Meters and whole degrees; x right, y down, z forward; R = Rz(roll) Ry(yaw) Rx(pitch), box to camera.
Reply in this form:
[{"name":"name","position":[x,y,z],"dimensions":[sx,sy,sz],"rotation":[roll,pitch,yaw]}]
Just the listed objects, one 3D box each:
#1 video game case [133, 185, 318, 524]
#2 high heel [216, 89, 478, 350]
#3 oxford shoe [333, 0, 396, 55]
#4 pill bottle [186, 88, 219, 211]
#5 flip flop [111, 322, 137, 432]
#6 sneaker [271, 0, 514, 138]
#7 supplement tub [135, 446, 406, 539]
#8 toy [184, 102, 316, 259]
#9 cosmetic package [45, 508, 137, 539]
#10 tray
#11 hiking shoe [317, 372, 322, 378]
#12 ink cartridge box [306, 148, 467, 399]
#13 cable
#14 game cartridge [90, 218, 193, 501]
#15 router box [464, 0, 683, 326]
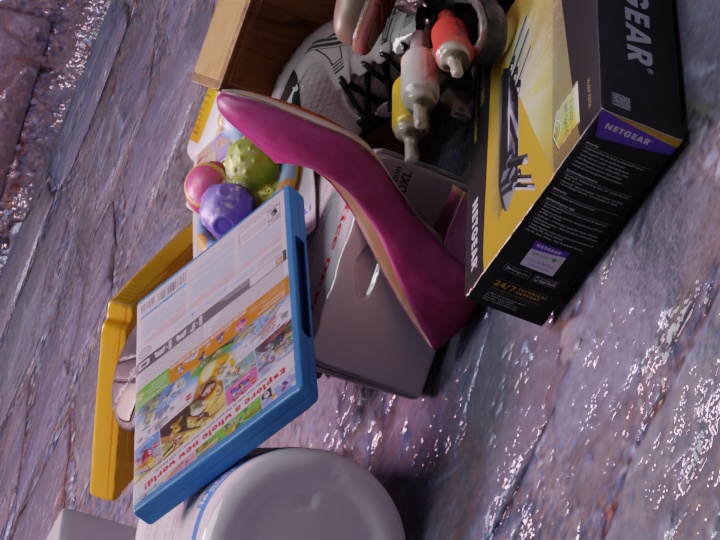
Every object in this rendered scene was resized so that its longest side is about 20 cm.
[{"name":"video game case","position":[-0.087,0.049,1.396],"dimensions":[0.143,0.018,0.201],"rotation":[-37,32,22]},{"name":"high heel","position":[-0.011,-0.033,1.348],"dimensions":[0.096,0.199,0.067],"rotation":[-62,16,5]},{"name":"oxford shoe","position":[-0.002,-0.228,1.373],"dimensions":[0.071,0.074,0.202],"rotation":[99,-179,-69]},{"name":"pill bottle","position":[-0.076,-0.134,1.859],"dimensions":[0.109,0.109,0.201],"rotation":[-145,75,-74]},{"name":"flip flop","position":[-0.104,0.031,1.561],"dimensions":[0.201,0.057,0.081],"rotation":[-57,32,-8]},{"name":"sneaker","position":[0.027,-0.143,1.452],"dimensions":[0.200,0.076,0.088],"rotation":[-41,22,-15]},{"name":"supplement tub","position":[-0.060,0.176,1.394],"dimensions":[0.200,0.131,0.133],"rotation":[167,121,-70]},{"name":"toy","position":[-0.088,-0.066,1.539],"dimensions":[0.115,0.047,0.201],"rotation":[-39,28,23]},{"name":"cosmetic package","position":[-0.172,0.308,1.553],"dimensions":[0.168,0.165,0.201],"rotation":[-89,23,-48]},{"name":"tray","position":[-0.016,-0.144,1.513],"dimensions":[0.037,0.199,0.099],"rotation":[22,93,47]},{"name":"hiking shoe","position":[-0.050,-0.015,1.668],"dimensions":[0.201,0.086,0.075],"rotation":[-87,22,-45]},{"name":"ink cartridge box","position":[0.000,0.000,1.481],"dimensions":[0.200,0.084,0.146],"rotation":[-172,101,-76]},{"name":"cable","position":[0.040,-0.159,1.363],"dimensions":[0.097,0.050,0.201],"rotation":[-57,31,34]},{"name":"game cartridge","position":[-0.168,0.071,1.856],"dimensions":[0.200,0.032,0.178],"rotation":[-54,-26,-61]},{"name":"router box","position":[0.116,-0.095,1.256],"dimensions":[0.201,0.052,0.158],"rotation":[-87,22,-46]}]
